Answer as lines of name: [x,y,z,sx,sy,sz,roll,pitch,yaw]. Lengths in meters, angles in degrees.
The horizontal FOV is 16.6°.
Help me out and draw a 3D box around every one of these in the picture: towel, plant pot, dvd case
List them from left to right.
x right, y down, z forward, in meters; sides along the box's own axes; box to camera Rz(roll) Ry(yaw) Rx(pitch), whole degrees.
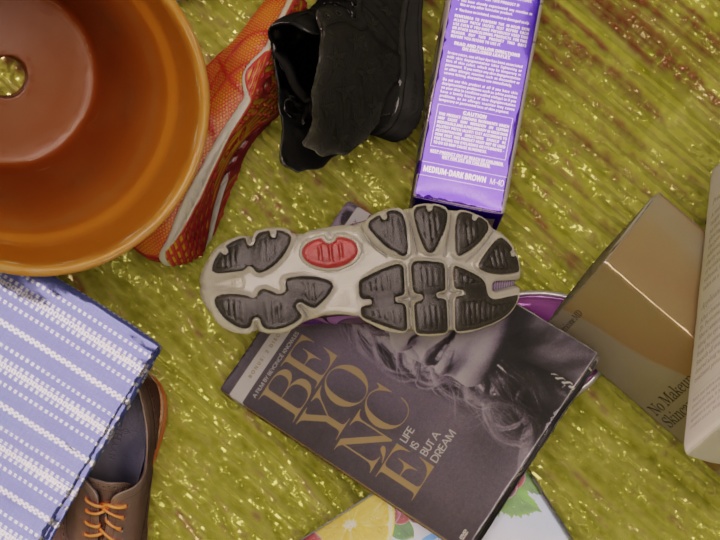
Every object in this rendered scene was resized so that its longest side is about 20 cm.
towel: [-0.230,0.095,1.519,0.144,0.024,0.201,31,84,-1]
plant pot: [-0.207,-0.110,1.522,0.199,0.183,0.202,-3,100,-15]
dvd case: [0.029,0.065,1.552,0.199,0.016,0.149,31,82,24]

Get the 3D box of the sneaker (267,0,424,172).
sneaker: [-0.012,-0.154,1.568,0.104,0.060,0.201,11,66,-39]

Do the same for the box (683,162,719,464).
box: [0.288,0.022,1.461,0.151,0.106,0.201,18,60,-12]

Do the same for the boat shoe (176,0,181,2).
boat shoe: [-0.110,-0.222,1.605,0.199,0.075,0.063,-15,63,12]

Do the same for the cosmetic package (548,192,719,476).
cosmetic package: [0.224,0.057,1.544,0.200,0.105,0.071,40,59,3]

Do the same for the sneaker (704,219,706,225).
sneaker: [0.288,-0.055,1.584,0.090,0.078,0.201,32,84,0]

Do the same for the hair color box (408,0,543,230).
hair color box: [0.077,-0.130,1.576,0.064,0.109,0.202,12,82,1]

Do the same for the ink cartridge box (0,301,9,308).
ink cartridge box: [-0.329,0.002,1.573,0.200,0.084,0.146,45,86,4]

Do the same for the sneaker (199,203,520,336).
sneaker: [0.000,0.000,1.539,0.198,0.083,0.081,0,89,1]

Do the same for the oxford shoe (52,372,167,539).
oxford shoe: [-0.166,0.157,1.559,0.071,0.073,0.202,6,83,0]

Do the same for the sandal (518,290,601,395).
sandal: [0.063,0.056,1.582,0.201,0.050,0.083,-6,83,0]

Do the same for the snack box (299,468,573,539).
snack box: [0.039,0.205,1.556,0.199,0.053,0.143,-33,85,2]

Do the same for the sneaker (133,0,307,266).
sneaker: [-0.099,-0.102,1.595,0.077,0.073,0.201,28,79,19]
